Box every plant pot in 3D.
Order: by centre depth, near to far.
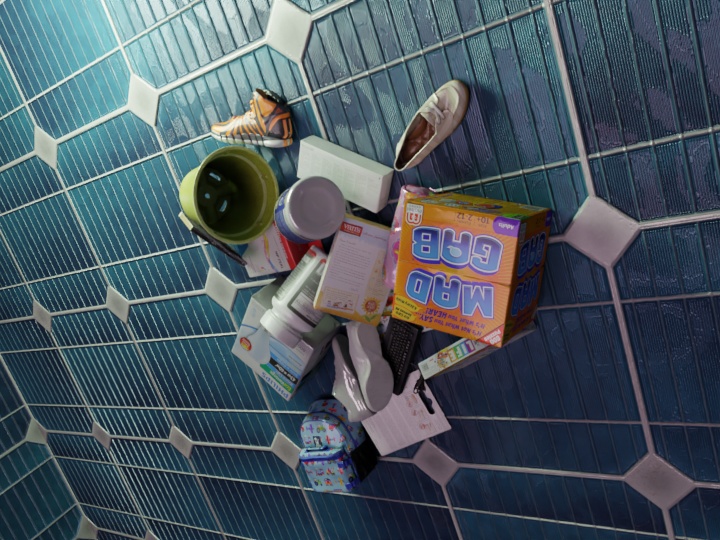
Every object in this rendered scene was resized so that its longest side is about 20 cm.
[{"bbox_3d":[-0.308,-0.165,1.384,0.183,0.199,0.204,9,121,53],"label":"plant pot"}]

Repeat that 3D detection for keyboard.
[{"bbox_3d":[0.097,0.197,1.357,0.126,0.021,0.203,27,129,19],"label":"keyboard"}]

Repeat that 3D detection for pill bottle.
[{"bbox_3d":[-0.112,-0.117,1.272,0.121,0.119,0.200,61,163,-8],"label":"pill bottle"},{"bbox_3d":[-0.119,0.058,1.349,0.113,0.114,0.201,37,87,12],"label":"pill bottle"}]

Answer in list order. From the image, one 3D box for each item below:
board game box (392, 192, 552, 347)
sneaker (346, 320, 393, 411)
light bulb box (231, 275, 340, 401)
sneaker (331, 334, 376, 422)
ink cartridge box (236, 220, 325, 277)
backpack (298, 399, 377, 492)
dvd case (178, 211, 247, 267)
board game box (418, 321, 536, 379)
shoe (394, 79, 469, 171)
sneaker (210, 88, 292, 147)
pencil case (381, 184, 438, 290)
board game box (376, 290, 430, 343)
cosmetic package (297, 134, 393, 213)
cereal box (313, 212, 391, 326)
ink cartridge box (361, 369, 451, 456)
[{"bbox_3d":[0.193,-0.014,1.076,0.197,0.199,0.204,14,106,29],"label":"board game box"},{"bbox_3d":[0.013,0.204,1.374,0.088,0.074,0.204,-2,101,60],"label":"sneaker"},{"bbox_3d":[-0.181,0.163,1.504,0.197,0.125,0.202,37,128,13],"label":"light bulb box"},{"bbox_3d":[-0.037,0.251,1.447,0.088,0.075,0.203,-31,72,29],"label":"sneaker"},{"bbox_3d":[-0.187,-0.061,1.429,0.197,0.067,0.118,-10,108,37],"label":"ink cartridge box"},{"bbox_3d":[-0.072,0.430,1.564,0.180,0.134,0.203,-9,105,36],"label":"backpack"},{"bbox_3d":[-0.342,-0.074,1.448,0.148,0.016,0.200,37,177,-27],"label":"dvd case"},{"bbox_3d":[0.223,0.146,1.208,0.199,0.133,0.035,-38,68,41],"label":"board game box"},{"bbox_3d":[0.123,-0.252,1.123,0.070,0.053,0.200,45,130,6],"label":"shoe"},{"bbox_3d":[-0.230,-0.327,1.326,0.196,0.078,0.114,8,114,19],"label":"sneaker"},{"bbox_3d":[0.097,-0.059,1.199,0.086,0.087,0.204,19,109,25],"label":"pencil case"},{"bbox_3d":[0.060,0.085,1.355,0.198,0.035,0.128,-21,101,40],"label":"board game box"},{"bbox_3d":[-0.033,-0.196,1.262,0.198,0.051,0.084,27,129,21],"label":"cosmetic package"},{"bbox_3d":[0.000,0.000,1.269,0.141,0.040,0.203,17,105,-11],"label":"cereal box"},{"bbox_3d":[0.094,0.325,1.463,0.198,0.050,0.163,-29,96,22],"label":"ink cartridge box"}]
